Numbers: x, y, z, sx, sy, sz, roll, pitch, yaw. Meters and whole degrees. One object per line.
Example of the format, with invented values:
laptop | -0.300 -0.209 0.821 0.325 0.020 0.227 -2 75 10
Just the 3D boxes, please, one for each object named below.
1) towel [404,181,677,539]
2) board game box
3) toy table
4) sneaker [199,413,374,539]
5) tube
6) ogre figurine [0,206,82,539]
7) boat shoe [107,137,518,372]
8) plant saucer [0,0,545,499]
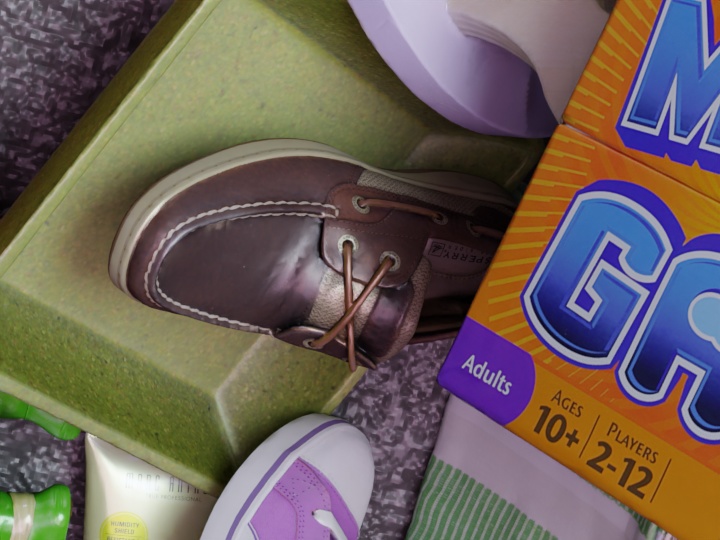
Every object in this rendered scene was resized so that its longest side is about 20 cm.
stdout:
towel | 0.078 0.082 1.132 0.023 0.152 0.200 1 111 -38
board game box | 0.192 0.010 0.941 0.200 0.200 0.200 20 99 -45
toy table | 0.079 -0.123 1.039 0.200 0.117 0.184 35 68 -49
sneaker | -0.017 0.151 1.094 0.201 0.114 0.073 -63 142 -25
tube | -0.093 0.162 1.184 0.052 0.058 0.201 17 104 30
ogre figurine | -0.173 0.069 1.118 0.120 0.098 0.200 7 111 -16
boat shoe | 0.000 0.000 1.061 0.200 0.072 0.072 5 119 -41
plant saucer | -0.052 -0.023 1.092 0.200 0.048 0.200 -51 138 6
